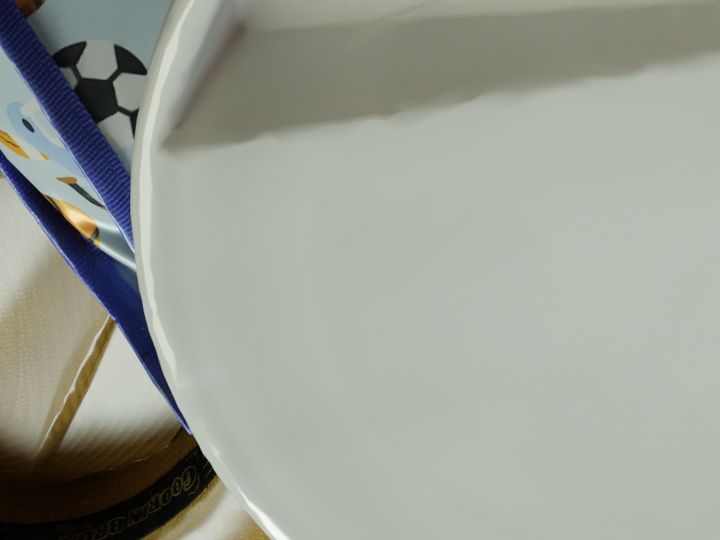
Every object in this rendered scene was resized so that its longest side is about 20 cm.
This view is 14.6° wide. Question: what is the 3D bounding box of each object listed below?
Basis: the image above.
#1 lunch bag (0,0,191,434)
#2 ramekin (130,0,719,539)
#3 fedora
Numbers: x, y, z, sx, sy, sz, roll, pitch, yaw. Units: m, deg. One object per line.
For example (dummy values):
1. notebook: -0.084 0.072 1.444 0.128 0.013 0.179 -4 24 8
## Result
1. lunch bag: -0.015 -0.079 0.614 0.200 0.170 0.124 56 169 -23
2. ramekin: 0.063 -0.025 0.511 0.203 0.201 0.094 57 -158 -23
3. fedora: -0.088 0.009 0.771 0.082 0.200 0.201 -84 -30 -53
